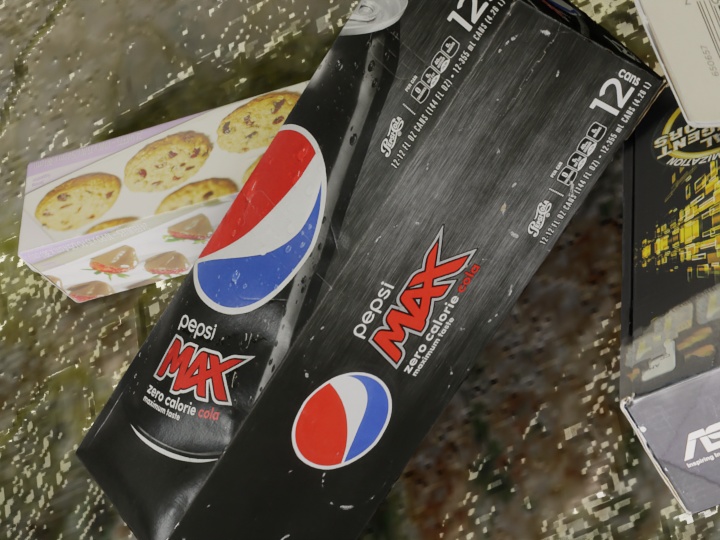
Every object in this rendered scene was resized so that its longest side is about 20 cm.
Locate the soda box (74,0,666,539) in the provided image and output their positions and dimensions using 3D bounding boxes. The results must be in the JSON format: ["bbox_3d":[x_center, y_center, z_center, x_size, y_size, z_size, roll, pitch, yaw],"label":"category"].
[{"bbox_3d":[0.000,0.000,0.869,0.200,0.071,0.063,-57,40,11],"label":"soda box"}]

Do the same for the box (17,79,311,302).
[{"bbox_3d":[-0.022,-0.035,0.959,0.199,0.039,0.042,-14,57,26],"label":"box"}]

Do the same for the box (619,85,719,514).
[{"bbox_3d":[0.168,-0.028,0.790,0.199,0.049,0.162,-23,30,20],"label":"box"}]

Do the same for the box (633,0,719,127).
[{"bbox_3d":[0.148,-0.131,0.844,0.082,0.069,0.200,-3,39,33],"label":"box"}]
